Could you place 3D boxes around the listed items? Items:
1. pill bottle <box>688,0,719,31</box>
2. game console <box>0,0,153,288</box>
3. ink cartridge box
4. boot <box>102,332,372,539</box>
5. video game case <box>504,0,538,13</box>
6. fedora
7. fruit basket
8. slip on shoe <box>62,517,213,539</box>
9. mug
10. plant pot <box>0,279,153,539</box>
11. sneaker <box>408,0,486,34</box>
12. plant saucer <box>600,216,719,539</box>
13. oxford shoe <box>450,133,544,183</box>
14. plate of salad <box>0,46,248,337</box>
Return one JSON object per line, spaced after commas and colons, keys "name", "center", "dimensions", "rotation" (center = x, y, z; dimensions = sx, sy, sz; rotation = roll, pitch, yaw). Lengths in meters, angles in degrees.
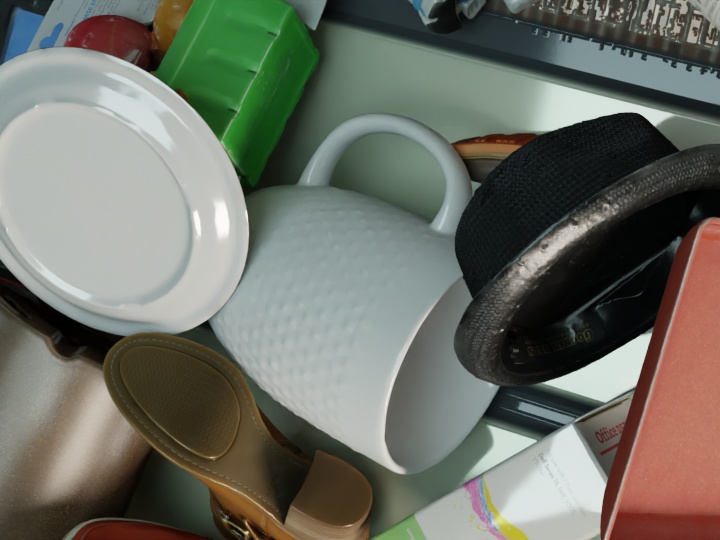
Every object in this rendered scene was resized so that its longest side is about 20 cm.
{"name": "pill bottle", "center": [0.283, -0.139, 1.144], "dimensions": [0.200, 0.114, 0.114], "rotation": [46, 110, 13]}
{"name": "game console", "center": [-0.214, -0.087, 1.366], "dimensions": [0.199, 0.172, 0.119], "rotation": [18, 129, 21]}
{"name": "ink cartridge box", "center": [0.117, 0.139, 1.243], "dimensions": [0.200, 0.117, 0.068], "rotation": [-33, 81, 23]}
{"name": "boot", "center": [-0.086, 0.130, 1.305], "dimensions": [0.200, 0.155, 0.074], "rotation": [36, 67, 6]}
{"name": "video game case", "center": [0.117, -0.279, 1.177], "dimensions": [0.182, 0.023, 0.201], "rotation": [-30, 81, 1]}
{"name": "fedora", "center": [0.125, -0.025, 1.153], "dimensions": [0.201, 0.200, 0.092], "rotation": [-46, 59, 21]}
{"name": "fruit basket", "center": [-0.133, -0.131, 1.323], "dimensions": [0.199, 0.094, 0.186], "rotation": [13, 68, 32]}
{"name": "slip on shoe", "center": [-0.095, 0.200, 1.290], "dimensions": [0.199, 0.074, 0.061], "rotation": [19, 147, -6]}
{"name": "mug", "center": [0.000, 0.000, 1.265], "dimensions": [0.175, 0.147, 0.201], "rotation": [28, 103, 29]}
{"name": "plant pot", "center": [-0.229, 0.121, 1.360], "dimensions": [0.200, 0.200, 0.199], "rotation": [31, 98, 17]}
{"name": "sneaker", "center": [0.073, -0.252, 1.248], "dimensions": [0.087, 0.075, 0.200], "rotation": [42, 108, 23]}
{"name": "plant saucer", "center": [0.229, 0.069, 1.168], "dimensions": [0.037, 0.199, 0.201], "rotation": [32, 111, 52]}
{"name": "oxford shoe", "center": [0.145, -0.040, 1.239], "dimensions": [0.199, 0.071, 0.073], "rotation": [14, 105, 21]}
{"name": "plate of salad", "center": [-0.155, -0.049, 1.244], "dimensions": [0.199, 0.048, 0.201], "rotation": [12, 125, 18]}
